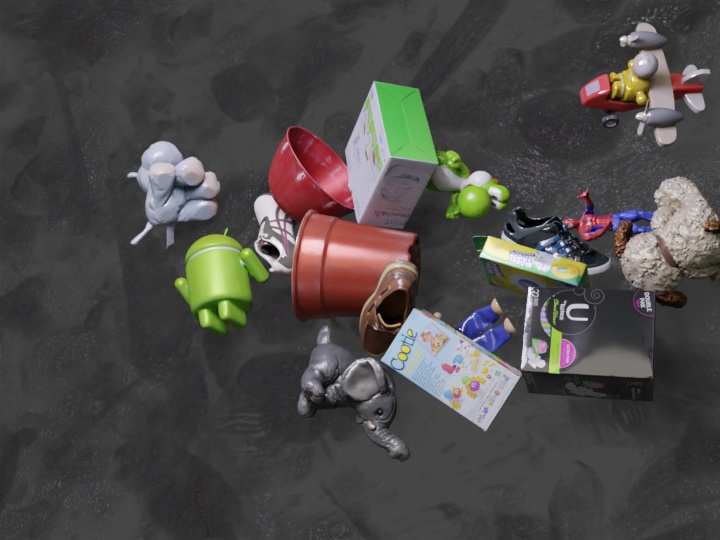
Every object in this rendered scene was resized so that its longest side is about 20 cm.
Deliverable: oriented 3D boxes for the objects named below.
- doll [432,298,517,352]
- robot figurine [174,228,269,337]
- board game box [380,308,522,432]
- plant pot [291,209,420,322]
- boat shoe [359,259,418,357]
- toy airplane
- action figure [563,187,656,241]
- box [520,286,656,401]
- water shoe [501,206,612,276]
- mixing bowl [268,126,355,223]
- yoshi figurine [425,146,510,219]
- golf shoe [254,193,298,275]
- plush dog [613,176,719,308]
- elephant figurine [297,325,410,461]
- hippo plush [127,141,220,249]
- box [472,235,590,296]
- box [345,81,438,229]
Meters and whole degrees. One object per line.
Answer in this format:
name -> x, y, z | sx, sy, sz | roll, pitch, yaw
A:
doll -> 0.163, 0.127, 1.559 | 0.200, 0.048, 0.137 | -34, 70, 8
robot figurine -> -0.266, 0.020, 1.709 | 0.175, 0.116, 0.200 | -24, 60, 19
board game box -> 0.151, 0.157, 1.480 | 0.200, 0.103, 0.105 | 33, 95, 13
plant pot -> 0.000, 0.000, 1.599 | 0.195, 0.201, 0.201 | 5, 67, 12
boat shoe -> 0.042, 0.074, 1.500 | 0.072, 0.200, 0.068 | 15, 39, -6
toy airplane -> 0.516, -0.332, 1.607 | 0.200, 0.141, 0.199 | 39, 81, 29
action figure -> 0.442, -0.093, 1.548 | 0.199, 0.099, 0.065 | -3, 65, 19
box -> 0.367, 0.117, 1.455 | 0.199, 0.124, 0.149 | 2, 67, 18
water shoe -> 0.334, -0.050, 1.558 | 0.200, 0.079, 0.071 | 19, 33, 25
mixing bowl -> -0.100, -0.160, 1.714 | 0.108, 0.200, 0.200 | -40, 58, 21
yoshi figurine -> 0.171, -0.154, 1.660 | 0.200, 0.112, 0.112 | 26, 83, 24
golf shoe -> -0.163, -0.072, 1.725 | 0.200, 0.088, 0.077 | 56, 133, 31
plush dog -> 0.501, -0.030, 1.454 | 0.172, 0.160, 0.200 | -39, 84, 22
elephant figurine -> 0.005, 0.208, 1.544 | 0.199, 0.156, 0.142 | 10, 26, 11
hippo plush -> -0.378, -0.169, 1.845 | 0.161, 0.159, 0.200 | 59, 134, 47
box -> 0.283, 0.003, 1.540 | 0.200, 0.117, 0.048 | 20, 72, 26
box -> 0.049, -0.207, 1.651 | 0.096, 0.177, 0.200 | 6, 48, -19
